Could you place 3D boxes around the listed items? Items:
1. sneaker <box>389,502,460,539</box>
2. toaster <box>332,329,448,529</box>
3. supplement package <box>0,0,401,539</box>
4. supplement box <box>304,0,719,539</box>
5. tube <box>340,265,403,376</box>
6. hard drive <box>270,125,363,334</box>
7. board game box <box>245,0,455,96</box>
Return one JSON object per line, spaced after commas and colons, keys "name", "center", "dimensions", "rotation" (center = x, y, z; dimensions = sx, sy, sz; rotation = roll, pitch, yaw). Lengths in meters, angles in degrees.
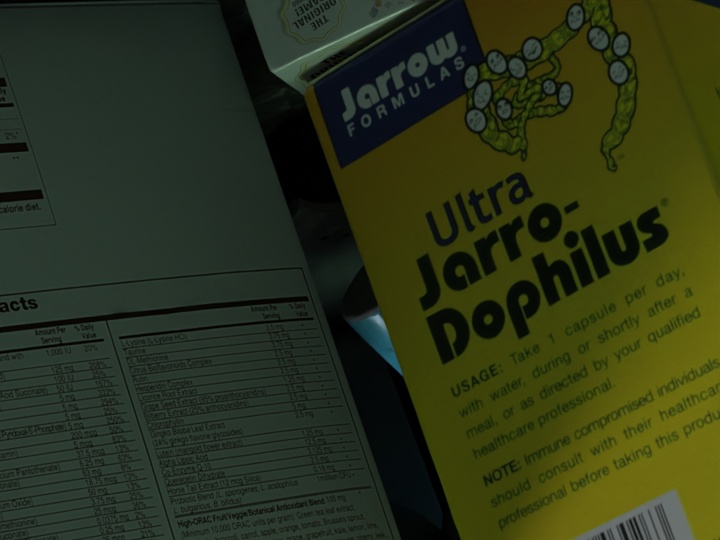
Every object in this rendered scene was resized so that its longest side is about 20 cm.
{"name": "sneaker", "center": [0.014, 0.112, 0.825], "dimensions": [0.078, 0.140, 0.200], "rotation": [-33, 160, -2]}
{"name": "toaster", "center": [-0.007, 0.099, 1.022], "dimensions": [0.180, 0.119, 0.200], "rotation": [-13, 161, -15]}
{"name": "supplement package", "center": [-0.111, 0.057, 0.772], "dimensions": [0.147, 0.200, 0.191], "rotation": [-6, 159, -36]}
{"name": "supplement box", "center": [0.084, 0.020, 0.742], "dimensions": [0.109, 0.200, 0.109], "rotation": [-30, 159, 28]}
{"name": "tube", "center": [0.080, 0.062, 0.907], "dimensions": [0.077, 0.200, 0.050], "rotation": [-31, -157, 42]}
{"name": "hard drive", "center": [0.000, 0.000, 0.988], "dimensions": [0.139, 0.033, 0.200], "rotation": [-10, 160, -28]}
{"name": "board game box", "center": [0.081, -0.094, 0.790], "dimensions": [0.200, 0.034, 0.134], "rotation": [-24, 161, 15]}
